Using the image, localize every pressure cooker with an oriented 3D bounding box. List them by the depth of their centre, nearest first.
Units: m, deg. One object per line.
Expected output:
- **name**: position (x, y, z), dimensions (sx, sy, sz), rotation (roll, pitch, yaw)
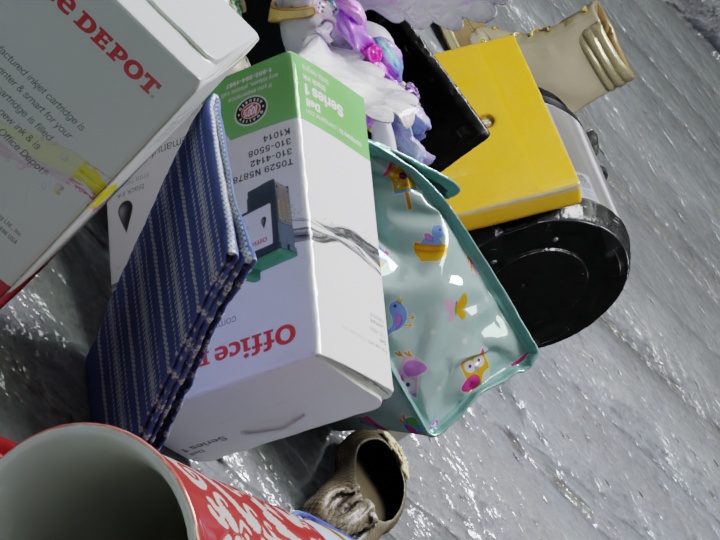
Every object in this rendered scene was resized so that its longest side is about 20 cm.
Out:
- **pressure cooker**: position (0.119, -0.055, 2.136), dimensions (0.176, 0.178, 0.200), rotation (51, 15, -49)

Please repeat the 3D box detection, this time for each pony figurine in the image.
- **pony figurine**: position (-0.004, -0.146, 1.703), dimensions (0.193, 0.167, 0.200), rotation (27, -33, 27)

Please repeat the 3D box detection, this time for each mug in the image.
- **mug**: position (-0.101, 0.139, 1.293), dimensions (0.200, 0.133, 0.178), rotation (28, 33, -62)

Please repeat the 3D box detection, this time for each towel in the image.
- **towel**: position (-0.105, 0.023, 1.412), dimensions (0.024, 0.200, 0.145), rotation (13, 35, -21)

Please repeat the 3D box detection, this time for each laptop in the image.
- **laptop**: position (-0.022, -0.137, 1.927), dimensions (0.200, 0.177, 0.103), rotation (54, 18, -2)

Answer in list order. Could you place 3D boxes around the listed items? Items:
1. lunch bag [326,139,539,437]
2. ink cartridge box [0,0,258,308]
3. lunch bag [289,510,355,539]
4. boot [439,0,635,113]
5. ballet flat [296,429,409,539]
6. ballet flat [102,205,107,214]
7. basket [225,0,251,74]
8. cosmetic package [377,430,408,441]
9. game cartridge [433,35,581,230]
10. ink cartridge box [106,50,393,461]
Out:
- **lunch bag**: position (0.000, 0.000, 1.702), dimensions (0.200, 0.122, 0.170), rotation (60, -23, -11)
- **ink cartridge box**: position (-0.179, -0.094, 1.366), dimensions (0.145, 0.200, 0.145), rotation (45, 18, -3)
- **lunch bag**: position (-0.006, 0.234, 1.459), dimensions (0.160, 0.076, 0.200), rotation (30, 30, -49)
- **boot**: position (0.177, -0.239, 2.679), dimensions (0.200, 0.155, 0.073), rotation (60, 18, 16)
- **ballet flat**: position (0.005, 0.143, 1.699), dimensions (0.067, 0.046, 0.200), rotation (56, 17, 0)
- **ballet flat**: position (-0.099, 0.001, 1.661), dimensions (0.200, 0.046, 0.067), rotation (54, 16, -3)
- **basket**: position (-0.160, -0.184, 1.693), dimensions (0.200, 0.139, 0.176), rotation (52, 2, -36)
- **cosmetic package**: position (0.003, 0.010, 1.850), dimensions (0.200, 0.103, 0.087), rotation (53, 16, -9)
- **game cartridge**: position (0.053, -0.096, 2.045), dimensions (0.032, 0.200, 0.176), rotation (81, -8, -49)
- **ink cartridge box**: position (-0.068, -0.006, 1.533), dimensions (0.084, 0.146, 0.200), rotation (32, 45, -51)
